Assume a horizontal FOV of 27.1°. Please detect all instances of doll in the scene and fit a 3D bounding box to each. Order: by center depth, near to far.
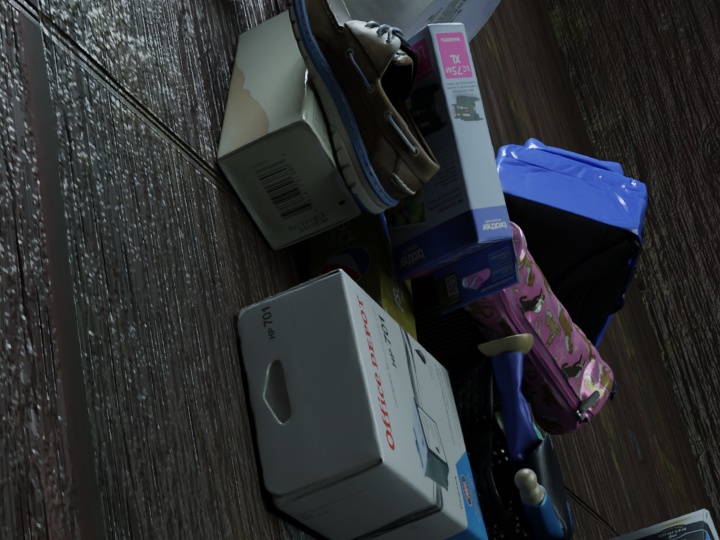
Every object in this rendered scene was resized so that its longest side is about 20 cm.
[{"bbox_3d":[0.131,0.151,1.129,0.136,0.048,0.202,29,48,-80],"label":"doll"}]

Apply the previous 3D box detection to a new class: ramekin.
[{"bbox_3d":[0.043,-0.239,1.284,0.094,0.202,0.202,47,11,14],"label":"ramekin"}]

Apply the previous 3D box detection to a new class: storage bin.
[{"bbox_3d":[0.093,0.181,1.222,0.136,0.093,0.200,61,16,-22],"label":"storage bin"}]

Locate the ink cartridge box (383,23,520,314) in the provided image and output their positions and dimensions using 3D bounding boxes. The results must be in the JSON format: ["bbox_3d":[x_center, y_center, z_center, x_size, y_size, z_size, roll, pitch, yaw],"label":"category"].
[{"bbox_3d":[0.057,-0.073,1.141,0.042,0.119,0.202,-10,82,-31],"label":"ink cartridge box"}]

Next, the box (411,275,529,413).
[{"bbox_3d":[0.073,0.041,1.322,0.075,0.099,0.201,-88,153,-47],"label":"box"}]

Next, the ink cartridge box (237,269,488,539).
[{"bbox_3d":[0.005,0.111,1.034,0.200,0.085,0.148,47,27,-57],"label":"ink cartridge box"}]

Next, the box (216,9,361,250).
[{"bbox_3d":[-0.049,-0.118,1.162,0.095,0.077,0.201,58,18,-30],"label":"box"}]

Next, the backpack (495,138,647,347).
[{"bbox_3d":[0.180,-0.007,1.427,0.168,0.161,0.201,-61,167,-55],"label":"backpack"}]

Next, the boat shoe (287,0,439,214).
[{"bbox_3d":[0.006,-0.145,1.104,0.072,0.072,0.202,12,57,-69],"label":"boat shoe"}]

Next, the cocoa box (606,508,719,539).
[{"bbox_3d":[0.232,0.317,1.309,0.134,0.198,0.131,67,16,-6],"label":"cocoa box"}]

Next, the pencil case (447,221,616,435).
[{"bbox_3d":[0.139,0.048,1.242,0.083,0.086,0.200,-55,128,-26],"label":"pencil case"}]

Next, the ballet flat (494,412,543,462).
[{"bbox_3d":[0.137,0.160,1.477,0.070,0.067,0.202,-18,85,-52],"label":"ballet flat"}]

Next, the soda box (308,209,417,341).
[{"bbox_3d":[0.000,0.000,1.200,0.068,0.064,0.201,54,21,-39],"label":"soda box"}]
